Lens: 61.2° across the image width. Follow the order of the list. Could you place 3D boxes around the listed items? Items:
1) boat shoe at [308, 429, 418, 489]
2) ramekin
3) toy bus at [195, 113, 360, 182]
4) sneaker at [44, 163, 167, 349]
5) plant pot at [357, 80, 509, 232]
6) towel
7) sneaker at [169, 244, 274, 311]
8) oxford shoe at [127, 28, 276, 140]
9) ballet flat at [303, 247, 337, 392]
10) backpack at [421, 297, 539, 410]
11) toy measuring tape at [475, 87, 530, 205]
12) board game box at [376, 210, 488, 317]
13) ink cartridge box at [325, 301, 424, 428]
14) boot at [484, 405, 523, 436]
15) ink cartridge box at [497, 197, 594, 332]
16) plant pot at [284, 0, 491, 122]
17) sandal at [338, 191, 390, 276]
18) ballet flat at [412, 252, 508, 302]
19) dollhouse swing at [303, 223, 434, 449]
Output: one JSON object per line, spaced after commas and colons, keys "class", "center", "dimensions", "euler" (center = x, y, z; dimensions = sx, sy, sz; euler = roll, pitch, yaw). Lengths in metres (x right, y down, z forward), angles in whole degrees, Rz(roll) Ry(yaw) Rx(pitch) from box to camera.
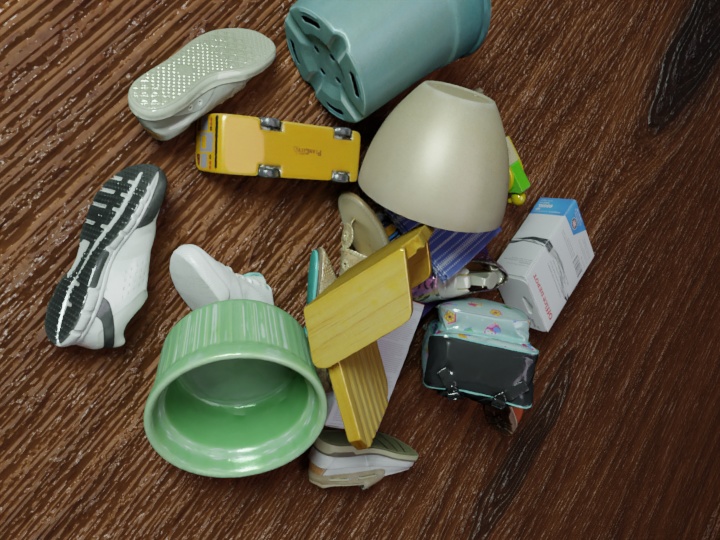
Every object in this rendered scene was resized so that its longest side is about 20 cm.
{"class": "boat shoe", "center": [0.002, 0.287, 0.918], "dimensions": [0.196, 0.074, 0.071], "euler": [17, 94, -35]}
{"class": "ramekin", "center": [-0.138, 0.130, 0.684], "dimensions": [0.193, 0.099, 0.205], "euler": [-7, 130, -8]}
{"class": "toy bus", "center": [-0.092, -0.144, 0.733], "dimensions": [0.196, 0.077, 0.068], "euler": [-4, 101, -41]}
{"class": "sneaker", "center": [-0.251, -0.013, 0.637], "dimensions": [0.080, 0.072, 0.205], "euler": [31, 82, -55]}
{"class": "plant pot", "center": [0.104, -0.154, 0.758], "dimensions": [0.196, 0.199, 0.138], "euler": [-9, 125, -39]}
{"class": "towel", "center": [0.097, -0.095, 0.873], "dimensions": [0.144, 0.024, 0.201], "euler": [-37, 82, -30]}
{"class": "sneaker", "center": [-0.150, 0.028, 0.734], "dimensions": [0.090, 0.073, 0.202], "euler": [-58, 137, -30]}
{"class": "oxford shoe", "center": [-0.171, -0.208, 0.669], "dimensions": [0.200, 0.074, 0.058], "euler": [-46, 165, -34]}
{"class": "ballet flat", "center": [-0.048, 0.072, 0.821], "dimensions": [0.063, 0.071, 0.207], "euler": [7, 103, -13]}
{"class": "backpack", "center": [0.178, 0.123, 0.950], "dimensions": [0.169, 0.200, 0.159], "euler": [7, 86, 3]}
{"class": "toy measuring tape", "center": [0.221, -0.200, 1.025], "dimensions": [0.073, 0.073, 0.204], "euler": [-32, 97, -31]}
{"class": "board game box", "center": [0.108, -0.046, 0.946], "dimensions": [0.199, 0.056, 0.169], "euler": [-39, 121, -29]}
{"class": "ink cartridge box", "center": [0.011, 0.127, 0.884], "dimensions": [0.107, 0.050, 0.206], "euler": [18, 94, -42]}
{"class": "boot", "center": [0.274, 0.201, 1.141], "dimensions": [0.107, 0.074, 0.204], "euler": [-42, 132, -30]}
{"class": "ink cartridge box", "center": [0.345, -0.013, 1.144], "dimensions": [0.201, 0.083, 0.146], "euler": [-50, 126, -23]}
{"class": "plant pot", "center": [0.024, -0.300, 0.739], "dimensions": [0.195, 0.198, 0.203], "euler": [-41, 123, -17]}
{"class": "sandal", "center": [0.004, 0.001, 0.850], "dimensions": [0.070, 0.076, 0.216], "euler": [-46, 130, -31]}
{"class": "ballet flat", "center": [0.154, 0.011, 0.916], "dimensions": [0.196, 0.070, 0.072], "euler": [-7, 106, -40]}
{"class": "dollhouse swing", "center": [0.041, 0.072, 0.716], "dimensions": [0.179, 0.179, 0.200], "euler": [59, 16, -3]}
